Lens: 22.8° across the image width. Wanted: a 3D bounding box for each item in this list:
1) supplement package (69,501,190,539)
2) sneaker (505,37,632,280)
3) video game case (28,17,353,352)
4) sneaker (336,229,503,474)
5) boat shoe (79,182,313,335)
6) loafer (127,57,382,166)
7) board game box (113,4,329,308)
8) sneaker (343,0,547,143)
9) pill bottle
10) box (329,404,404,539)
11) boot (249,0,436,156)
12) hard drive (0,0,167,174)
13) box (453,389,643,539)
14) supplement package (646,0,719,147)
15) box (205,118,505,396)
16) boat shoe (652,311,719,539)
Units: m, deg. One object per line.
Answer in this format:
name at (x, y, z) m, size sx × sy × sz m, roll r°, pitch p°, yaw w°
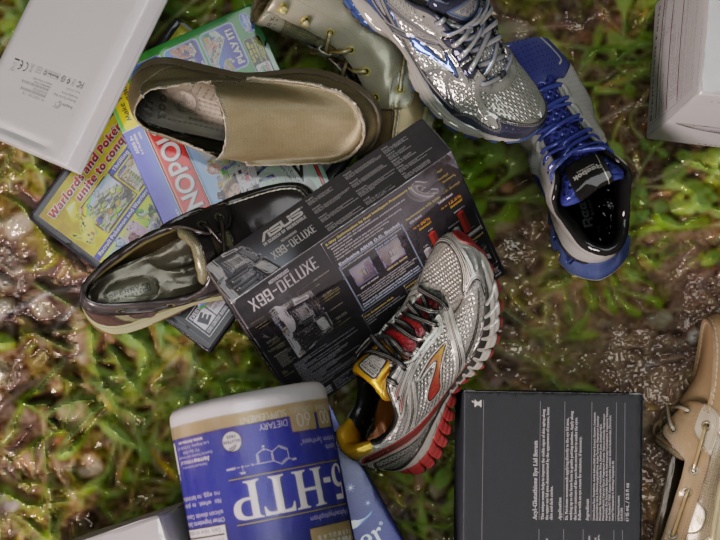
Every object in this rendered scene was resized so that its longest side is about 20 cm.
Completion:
supplement package at (-0.157, 0.288, 1.341) m, size 0.119 × 0.121 × 0.201 m, roll -19°, pitch 86°, yaw 9°
sneaker at (0.166, -0.093, 1.388) m, size 0.080 × 0.115 × 0.200 m, roll -22°, pitch 86°, yaw -4°
video game case at (-0.133, -0.068, 1.424) m, size 0.180 × 0.026 × 0.200 m, roll 36°, pitch 87°, yaw 1°
sneaker at (0.043, 0.065, 1.335) m, size 0.082 × 0.078 × 0.201 m, roll 6°, pitch 111°, yaw -39°
boat shoe at (-0.119, -0.009, 1.346) m, size 0.199 × 0.065 × 0.074 m, roll -28°, pitch 85°, yaw -3°
loafer at (-0.084, -0.112, 1.339) m, size 0.199 × 0.068 × 0.076 m, roll 6°, pitch 118°, yaw 10°
board game box at (-0.106, -0.089, 1.399) m, size 0.134 × 0.029 × 0.201 m, roll -24°, pitch 87°, yaw -3°
sneaker at (0.067, -0.176, 1.327) m, size 0.200 × 0.085 × 0.077 m, roll 43°, pitch 62°, yaw -3°
pill bottle at (-0.065, 0.190, 1.306) m, size 0.119 × 0.120 × 0.201 m, roll -11°, pitch 84°, yaw -2°
box at (-0.034, 0.209, 1.381) m, size 0.121 × 0.032 × 0.201 m, roll -29°, pitch 85°, yaw -4°
boot at (-0.014, -0.165, 1.385) m, size 0.154 × 0.072 × 0.201 m, roll 15°, pitch 79°, yaw -24°
hard drive at (-0.219, -0.184, 1.394) m, size 0.131 × 0.026 × 0.201 m, roll 22°, pitch 84°, yaw 40°
box at (0.143, 0.194, 1.384) m, size 0.140 × 0.079 × 0.201 m, roll 2°, pitch 86°, yaw -4°
supplement package at (0.295, -0.165, 1.353) m, size 0.116 × 0.200 × 0.118 m, roll 5°, pitch 85°, yaw -1°
box at (0.000, 0.000, 1.356) m, size 0.199 × 0.158 × 0.050 m, roll -35°, pitch 49°, yaw -4°
boat shoe at (0.264, 0.130, 1.395) m, size 0.064 × 0.071 × 0.201 m, roll 5°, pitch 87°, yaw -2°
